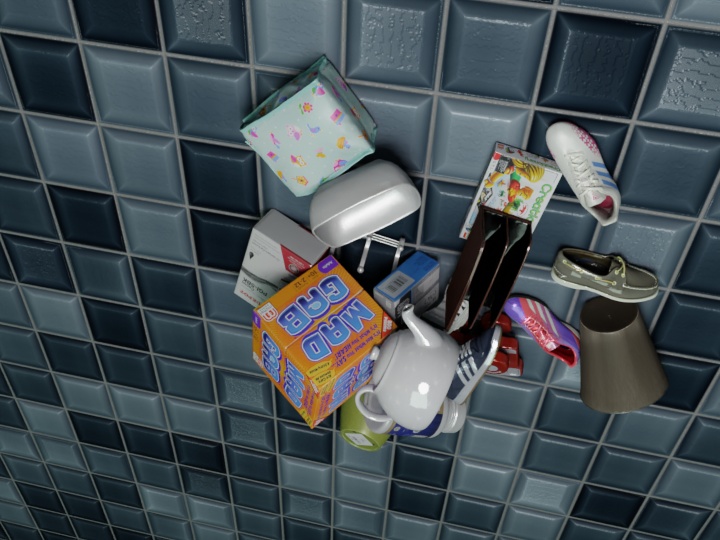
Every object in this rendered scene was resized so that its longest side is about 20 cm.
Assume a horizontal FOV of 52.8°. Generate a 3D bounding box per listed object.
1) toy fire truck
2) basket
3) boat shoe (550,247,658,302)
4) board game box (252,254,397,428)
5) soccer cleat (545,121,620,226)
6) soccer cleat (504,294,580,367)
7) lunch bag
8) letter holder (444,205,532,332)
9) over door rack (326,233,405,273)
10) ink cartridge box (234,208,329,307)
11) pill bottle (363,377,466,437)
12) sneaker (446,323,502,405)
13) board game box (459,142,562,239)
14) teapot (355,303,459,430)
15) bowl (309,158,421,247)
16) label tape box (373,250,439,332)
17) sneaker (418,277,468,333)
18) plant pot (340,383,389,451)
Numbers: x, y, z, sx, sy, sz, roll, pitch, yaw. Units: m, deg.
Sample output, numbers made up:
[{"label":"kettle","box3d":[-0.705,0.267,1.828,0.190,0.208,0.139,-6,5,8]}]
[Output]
[{"label":"toy fire truck","box3d":[0.246,0.178,1.549,0.195,0.114,0.169,1,147,16]},{"label":"basket","box3d":[0.506,0.161,1.438,0.177,0.137,0.203,-17,122,12]},{"label":"boat shoe","box3d":[0.459,0.005,1.351,0.197,0.073,0.061,12,138,11]},{"label":"board game box","box3d":[-0.077,0.141,1.424,0.200,0.199,0.201,45,152,18]},{"label":"soccer cleat","box3d":[0.380,-0.161,1.216,0.069,0.087,0.200,-28,118,34]},{"label":"soccer cleat","box3d":[0.373,0.121,1.477,0.198,0.074,0.068,34,131,-15]},{"label":"lunch bag","box3d":[-0.093,-0.239,1.261,0.198,0.123,0.171,-28,120,28]},{"label":"letter holder","box3d":[0.229,0.014,1.308,0.098,0.143,0.203,17,124,-1]},{"label":"over door rack","box3d":[0.000,0.000,1.482,0.145,0.067,0.202,18,133,1]},{"label":"ink cartridge box","box3d":[-0.166,-0.001,1.496,0.145,0.083,0.202,32,133,7]},{"label":"pill bottle","box3d":[0.115,0.282,1.499,0.196,0.122,0.120,11,139,-28]},{"label":"sneaker","box3d":[0.193,0.169,1.417,0.107,0.070,0.202,26,123,0]},{"label":"board game box","box3d":[0.269,-0.124,1.316,0.124,0.035,0.202,17,133,0]},{"label":"teapot","box3d":[0.081,0.184,1.320,0.144,0.203,0.198,24,168,-1]},{"label":"bowl","box3d":[0.004,-0.125,1.296,0.197,0.076,0.200,-24,168,7]},{"label":"label tape box","box3d":[0.094,0.084,1.469,0.063,0.144,0.203,30,142,31]},{"label":"sneaker","box3d":[0.173,0.101,1.453,0.075,0.200,0.082,32,161,38]},{"label":"plant pot","box3d":[0.031,0.287,1.606,0.183,0.203,0.189,16,148,11]}]
